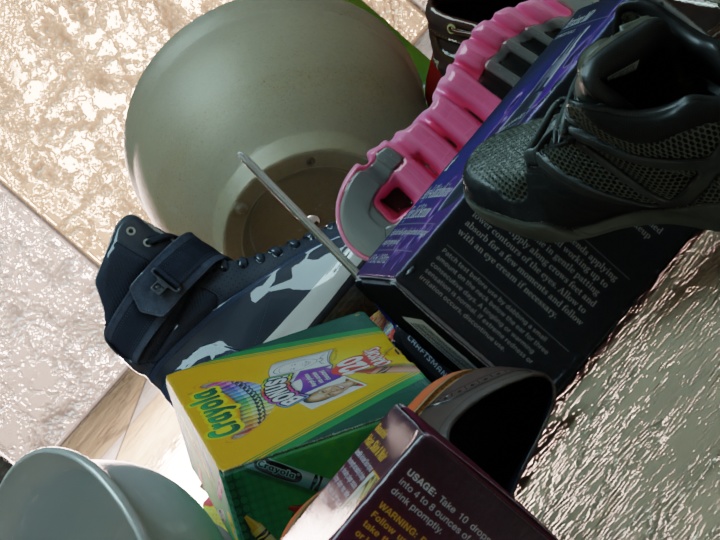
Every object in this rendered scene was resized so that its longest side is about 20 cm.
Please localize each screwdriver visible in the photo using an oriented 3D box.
[{"bbox_3d":[0.000,0.000,1.619,0.028,0.200,0.029,-30,-17,-41],"label":"screwdriver"}]

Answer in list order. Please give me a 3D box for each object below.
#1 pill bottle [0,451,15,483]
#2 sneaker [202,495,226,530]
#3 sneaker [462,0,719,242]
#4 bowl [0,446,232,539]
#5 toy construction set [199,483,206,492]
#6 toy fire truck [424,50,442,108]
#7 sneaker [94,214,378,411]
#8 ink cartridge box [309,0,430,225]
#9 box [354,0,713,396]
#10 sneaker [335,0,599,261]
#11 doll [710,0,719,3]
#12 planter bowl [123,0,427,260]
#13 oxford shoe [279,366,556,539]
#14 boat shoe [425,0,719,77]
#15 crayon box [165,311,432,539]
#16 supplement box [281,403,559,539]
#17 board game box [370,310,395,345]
[{"bbox_3d":[-0.187,0.196,1.691,0.114,0.200,0.114,-48,6,7],"label":"pill bottle"},{"bbox_3d":[-0.042,0.116,1.676,0.078,0.090,0.200,-49,5,14],"label":"sneaker"},{"bbox_3d":[0.110,-0.070,1.336,0.199,0.114,0.076,2,51,49],"label":"sneaker"},{"bbox_3d":[-0.112,0.184,1.522,0.090,0.202,0.201,-10,-19,-34],"label":"bowl"},{"bbox_3d":[-0.043,0.083,1.855,0.131,0.092,0.200,-19,29,24],"label":"toy construction set"},{"bbox_3d":[0.086,-0.177,1.862,0.176,0.200,0.129,-54,-14,-36],"label":"toy fire truck"},{"bbox_3d":[-0.064,-0.008,1.727,0.202,0.146,0.077,-46,-21,-10],"label":"sneaker"},{"bbox_3d":[0.003,-0.078,1.985,0.148,0.200,0.076,-45,8,35],"label":"ink cartridge box"},{"bbox_3d":[0.105,-0.037,1.508,0.200,0.104,0.148,-50,6,-6],"label":"box"},{"bbox_3d":[0.071,-0.072,1.631,0.200,0.079,0.095,-41,-20,-4],"label":"sneaker"},{"bbox_3d":[0.259,-0.216,1.742,0.200,0.048,0.136,-55,16,2],"label":"doll"},{"bbox_3d":[-0.040,-0.057,1.836,0.200,0.200,0.135,-47,31,15],"label":"planter bowl"},{"bbox_3d":[0.021,0.116,1.367,0.200,0.071,0.072,-53,14,-27],"label":"oxford shoe"},{"bbox_3d":[0.127,-0.139,1.710,0.199,0.071,0.070,-3,29,30],"label":"boat shoe"},{"bbox_3d":[-0.026,0.086,1.525,0.118,0.058,0.200,-18,15,-8],"label":"crayon box"},{"bbox_3d":[-0.011,0.162,1.232,0.200,0.086,0.110,-50,6,-1],"label":"supplement box"},{"bbox_3d":[0.077,-0.003,1.710,0.196,0.056,0.200,-47,7,17],"label":"board game box"}]
